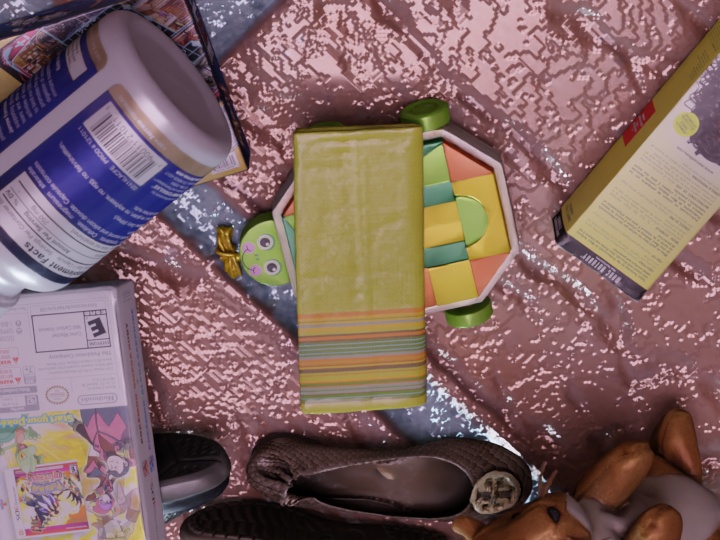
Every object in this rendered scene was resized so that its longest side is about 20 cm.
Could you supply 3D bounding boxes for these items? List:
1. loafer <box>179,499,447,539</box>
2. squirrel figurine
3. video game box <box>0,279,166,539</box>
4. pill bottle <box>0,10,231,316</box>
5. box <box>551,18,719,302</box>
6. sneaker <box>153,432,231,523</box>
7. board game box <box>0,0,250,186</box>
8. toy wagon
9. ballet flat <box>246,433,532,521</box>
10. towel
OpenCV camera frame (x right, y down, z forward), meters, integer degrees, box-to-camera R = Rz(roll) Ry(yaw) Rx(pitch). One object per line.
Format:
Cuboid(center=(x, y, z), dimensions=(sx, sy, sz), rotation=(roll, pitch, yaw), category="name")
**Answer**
Cuboid(center=(-0.030, 0.211, 1.686), dimensions=(0.199, 0.076, 0.069), rotation=(10, 108, -6), category="loafer")
Cuboid(center=(0.147, 0.202, 1.629), dimensions=(0.186, 0.142, 0.200), rotation=(-9, 151, -35), category="squirrel figurine")
Cuboid(center=(-0.236, 0.105, 1.608), dimensions=(0.199, 0.047, 0.183), rotation=(-5, 95, 15), category="video game box")
Cuboid(center=(-0.188, -0.059, 1.505), dimensions=(0.200, 0.116, 0.116), rotation=(-37, 109, 15), category="pill bottle")
Cuboid(center=(0.213, -0.079, 1.575), dimensions=(0.075, 0.050, 0.200), rotation=(33, 110, -14), category="box")
Cuboid(center=(-0.168, 0.184, 1.675), dimensions=(0.199, 0.076, 0.114), rotation=(-21, 114, 12), category="sneaker")
Cuboid(center=(-0.186, -0.101, 1.568), dimensions=(0.199, 0.035, 0.136), rotation=(-16, 113, 6), category="board game box")
Cuboid(center=(0.002, -0.024, 1.603), dimensions=(0.199, 0.040, 0.156), rotation=(-12, 113, 4), category="toy wagon")
Cuboid(center=(0.020, 0.147, 1.674), dimensions=(0.199, 0.046, 0.068), rotation=(6, 114, -3), category="ballet flat")
Cuboid(center=(0.000, 0.000, 1.585), dimensions=(0.086, 0.018, 0.201), rotation=(-3, 113, -5), category="towel")
